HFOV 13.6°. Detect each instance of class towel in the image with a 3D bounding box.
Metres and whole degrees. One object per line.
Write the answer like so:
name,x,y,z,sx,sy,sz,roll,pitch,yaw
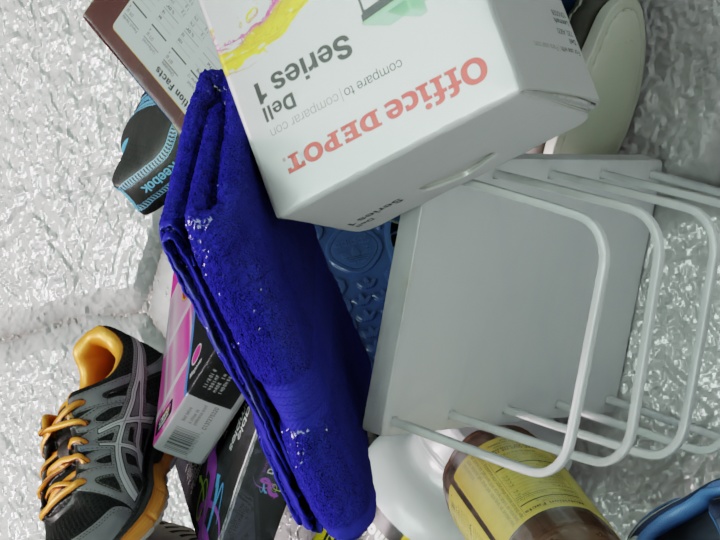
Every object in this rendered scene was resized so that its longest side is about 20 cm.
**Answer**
towel,-0.044,0.017,1.459,0.049,0.148,0.201,-16,120,9

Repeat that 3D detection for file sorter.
file sorter,0.120,0.022,1.500,0.124,0.199,0.140,18,103,39

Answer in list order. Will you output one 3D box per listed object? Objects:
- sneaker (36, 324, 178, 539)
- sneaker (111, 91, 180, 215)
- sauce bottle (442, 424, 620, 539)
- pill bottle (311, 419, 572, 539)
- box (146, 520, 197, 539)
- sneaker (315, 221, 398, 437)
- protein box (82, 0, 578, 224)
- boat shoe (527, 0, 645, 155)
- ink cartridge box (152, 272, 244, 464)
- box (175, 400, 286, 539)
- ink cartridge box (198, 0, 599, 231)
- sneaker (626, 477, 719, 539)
sneaker,-0.147,0.108,1.666,0.077,0.200,0.078,41,122,-16
sneaker,-0.104,-0.091,1.715,0.082,0.200,0.073,-42,99,11
sauce bottle,0.094,0.141,1.470,0.200,0.064,0.065,-123,49,-64
pill bottle,0.031,0.158,1.639,0.112,0.112,0.201,47,120,31
box,-0.098,0.198,1.663,0.200,0.068,0.083,27,101,62
sneaker,0.000,0.000,1.697,0.078,0.070,0.201,91,170,-58
protein box,0.004,-0.150,1.582,0.200,0.198,0.135,-51,58,18
boat shoe,0.097,-0.058,1.604,0.060,0.072,0.203,29,114,33
ink cartridge box,-0.076,0.004,1.691,0.201,0.037,0.095,-84,21,-47
box,-0.063,0.074,1.700,0.200,0.036,0.144,-116,43,-71
ink cartridge box,0.004,-0.138,1.412,0.144,0.084,0.201,-26,75,26
sneaker,0.216,0.123,1.470,0.199,0.082,0.074,-25,79,18
